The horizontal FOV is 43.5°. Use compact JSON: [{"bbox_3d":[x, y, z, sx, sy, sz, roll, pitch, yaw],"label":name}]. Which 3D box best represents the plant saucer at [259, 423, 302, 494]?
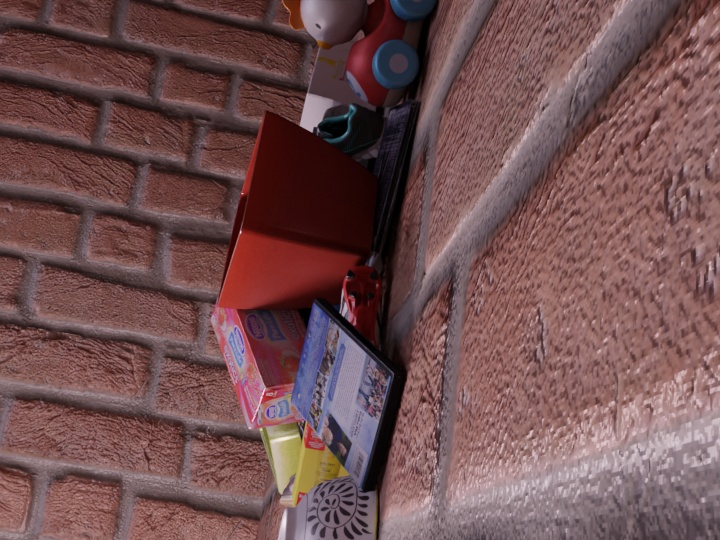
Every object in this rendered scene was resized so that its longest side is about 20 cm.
[{"bbox_3d":[-0.136,0.263,1.481,0.201,0.047,0.202,-117,18,-47],"label":"plant saucer"}]

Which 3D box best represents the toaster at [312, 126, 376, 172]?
[{"bbox_3d":[-0.042,-0.134,1.531,0.181,0.117,0.203,119,160,-67],"label":"toaster"}]

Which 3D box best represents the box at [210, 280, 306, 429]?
[{"bbox_3d":[-0.133,0.108,1.274,0.201,0.094,0.103,64,145,34],"label":"box"}]

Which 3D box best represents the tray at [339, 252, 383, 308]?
[{"bbox_3d":[0.000,0.000,1.305,0.108,0.022,0.200,-64,11,11],"label":"tray"}]

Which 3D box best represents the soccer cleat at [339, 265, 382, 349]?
[{"bbox_3d":[-0.004,0.093,1.140,0.085,0.068,0.203,80,-165,-67],"label":"soccer cleat"}]

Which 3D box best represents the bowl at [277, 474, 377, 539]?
[{"bbox_3d":[-0.046,0.320,1.018,0.201,0.093,0.204,-170,90,-82],"label":"bowl"}]

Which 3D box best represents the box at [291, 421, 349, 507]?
[{"bbox_3d":[-0.040,0.222,1.189,0.050,0.074,0.203,-105,27,-73],"label":"box"}]

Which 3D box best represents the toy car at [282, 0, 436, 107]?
[{"bbox_3d":[-0.017,-0.331,1.230,0.184,0.197,0.179,-164,89,-84],"label":"toy car"}]

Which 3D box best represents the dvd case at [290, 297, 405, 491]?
[{"bbox_3d":[-0.020,0.136,1.032,0.200,0.017,0.144,39,120,54],"label":"dvd case"}]

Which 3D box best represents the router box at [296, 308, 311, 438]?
[{"bbox_3d":[-0.056,0.156,1.310,0.200,0.052,0.159,-125,43,-58],"label":"router box"}]

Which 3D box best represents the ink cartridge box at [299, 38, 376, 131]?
[{"bbox_3d":[-0.035,-0.303,1.617,0.129,0.124,0.202,109,173,-52],"label":"ink cartridge box"}]

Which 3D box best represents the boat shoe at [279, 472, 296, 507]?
[{"bbox_3d":[-0.074,0.326,1.359,0.200,0.071,0.066,125,160,-67],"label":"boat shoe"}]

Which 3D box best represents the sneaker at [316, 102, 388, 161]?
[{"bbox_3d":[-0.041,-0.193,1.365,0.199,0.091,0.078,-30,48,35],"label":"sneaker"}]

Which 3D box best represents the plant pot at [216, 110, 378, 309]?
[{"bbox_3d":[-0.080,-0.060,1.227,0.201,0.174,0.202,119,162,-53],"label":"plant pot"}]

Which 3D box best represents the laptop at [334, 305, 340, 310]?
[{"bbox_3d":[-0.063,0.050,1.453,0.200,0.114,0.190,121,157,-72],"label":"laptop"}]

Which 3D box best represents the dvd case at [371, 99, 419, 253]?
[{"bbox_3d":[0.035,-0.127,1.231,0.149,0.016,0.203,-151,75,-79],"label":"dvd case"}]
